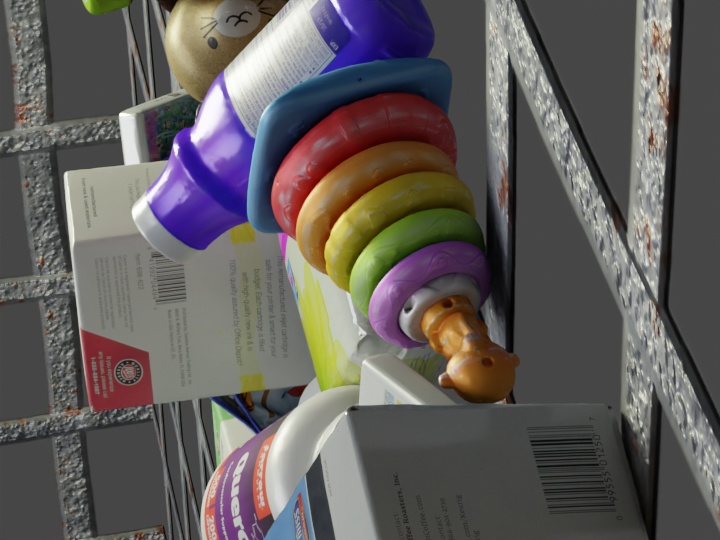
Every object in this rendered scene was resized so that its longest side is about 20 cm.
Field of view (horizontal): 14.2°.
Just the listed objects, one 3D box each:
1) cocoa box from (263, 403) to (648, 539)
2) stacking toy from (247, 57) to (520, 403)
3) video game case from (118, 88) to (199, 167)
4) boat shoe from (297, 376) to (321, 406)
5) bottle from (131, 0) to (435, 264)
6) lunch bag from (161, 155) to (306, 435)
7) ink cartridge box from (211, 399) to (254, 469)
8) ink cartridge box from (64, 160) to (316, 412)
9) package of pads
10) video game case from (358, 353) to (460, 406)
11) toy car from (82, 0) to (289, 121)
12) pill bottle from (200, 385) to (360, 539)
[{"bbox_3d":[0.050,0.175,1.250,0.131,0.133,0.201,122,141,-51],"label":"cocoa box"},{"bbox_3d":[0.029,-0.005,1.509,0.200,0.115,0.110,59,154,35],"label":"stacking toy"},{"bbox_3d":[-0.110,-0.043,2.204,0.182,0.024,0.201,-26,-65,-51],"label":"video game case"},{"bbox_3d":[0.005,0.139,1.868,0.201,0.070,0.064,80,176,-50],"label":"boat shoe"},{"bbox_3d":[-0.046,-0.086,1.603,0.200,0.065,0.084,-46,38,19],"label":"bottle"},{"bbox_3d":[-0.072,0.022,2.088,0.170,0.123,0.201,-112,5,-66],"label":"lunch bag"},{"bbox_3d":[-0.059,0.201,2.276,0.200,0.087,0.146,-114,19,-56],"label":"ink cartridge box"},{"bbox_3d":[-0.088,0.003,1.904,0.084,0.199,0.146,-104,9,-51],"label":"ink cartridge box"},{"bbox_3d":[0.000,0.000,1.712,0.200,0.068,0.155,105,151,-70],"label":"package of pads"},{"bbox_3d":[0.049,0.162,1.438,0.200,0.023,0.183,36,128,53],"label":"video game case"},{"bbox_3d":[-0.083,-0.164,1.890,0.158,0.163,0.201,107,144,-71],"label":"toy car"},{"bbox_3d":[-0.017,0.133,1.695,0.200,0.112,0.113,141,121,-65],"label":"pill bottle"}]
